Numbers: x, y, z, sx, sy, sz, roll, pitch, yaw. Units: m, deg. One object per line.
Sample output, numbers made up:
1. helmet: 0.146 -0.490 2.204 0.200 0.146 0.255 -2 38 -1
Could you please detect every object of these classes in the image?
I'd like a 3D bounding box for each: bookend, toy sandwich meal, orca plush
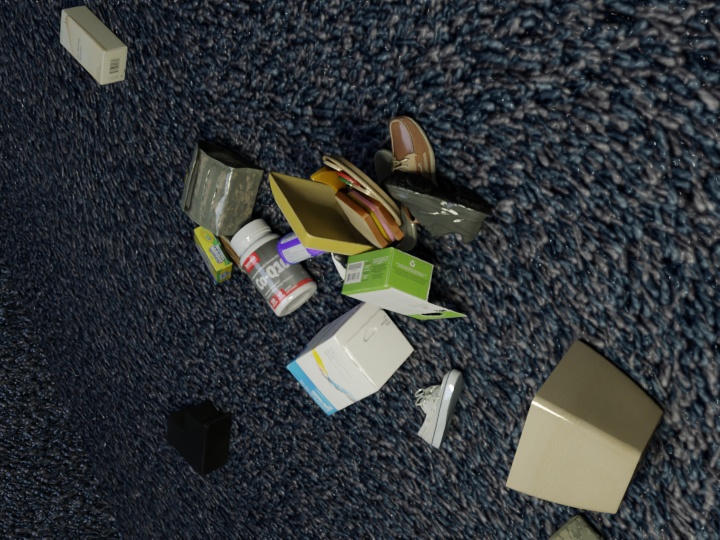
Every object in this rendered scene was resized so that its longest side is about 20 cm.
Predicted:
1. bookend: -0.470 0.445 2.484 0.199 0.092 0.201 34 130 33
2. toy sandwich meal: -0.006 -0.125 1.554 0.205 0.070 0.205 41 177 2
3. orca plush: 0.000 0.000 1.745 0.201 0.070 0.106 66 -171 -48

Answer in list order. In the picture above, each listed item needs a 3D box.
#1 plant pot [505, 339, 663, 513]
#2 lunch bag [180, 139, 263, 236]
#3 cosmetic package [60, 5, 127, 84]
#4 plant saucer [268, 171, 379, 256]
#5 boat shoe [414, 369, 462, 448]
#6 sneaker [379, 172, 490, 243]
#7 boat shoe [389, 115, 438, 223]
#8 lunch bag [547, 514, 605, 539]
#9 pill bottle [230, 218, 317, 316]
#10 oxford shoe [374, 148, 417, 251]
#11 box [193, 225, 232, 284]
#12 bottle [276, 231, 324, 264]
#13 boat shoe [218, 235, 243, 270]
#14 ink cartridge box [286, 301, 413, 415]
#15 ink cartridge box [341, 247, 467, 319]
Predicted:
1. plant pot: 0.374 0.269 1.410 0.176 0.199 0.202 25 127 23
2. lunch bag: -0.336 -0.192 1.977 0.199 0.117 0.166 30 111 35
3. cosmetic package: -0.684 -0.577 2.217 0.200 0.073 0.104 43 135 23
4. plant saucer: -0.070 -0.096 1.651 0.049 0.199 0.201 -57 46 26
5. boat shoe: 0.146 0.265 1.731 0.085 0.075 0.203 24 134 17
6. sneaker: 0.123 -0.105 1.518 0.198 0.076 0.091 22 122 7
7. boat shoe: 0.092 -0.181 1.569 0.075 0.071 0.202 -11 101 49
8. lunch bag: 0.375 0.567 1.540 0.168 0.199 0.140 44 136 25
9. pill bottle: -0.197 -0.008 1.934 0.201 0.113 0.114 52 138 11
10. oxford shoe: 0.060 -0.129 1.644 0.075 0.057 0.202 3 109 49
11. box: -0.354 -0.042 2.084 0.118 0.048 0.200 60 165 6
12. bottle: -0.094 -0.066 1.822 0.199 0.083 0.066 -17 103 49
13. boat shoe: -0.293 -0.059 2.051 0.200 0.075 0.074 50 141 18
14. ink cartridge box: -0.022 0.180 1.800 0.145 0.147 0.200 50 140 -4
15. ink cartridge box: 0.087 0.031 1.633 0.147 0.199 0.077 -10 65 54
